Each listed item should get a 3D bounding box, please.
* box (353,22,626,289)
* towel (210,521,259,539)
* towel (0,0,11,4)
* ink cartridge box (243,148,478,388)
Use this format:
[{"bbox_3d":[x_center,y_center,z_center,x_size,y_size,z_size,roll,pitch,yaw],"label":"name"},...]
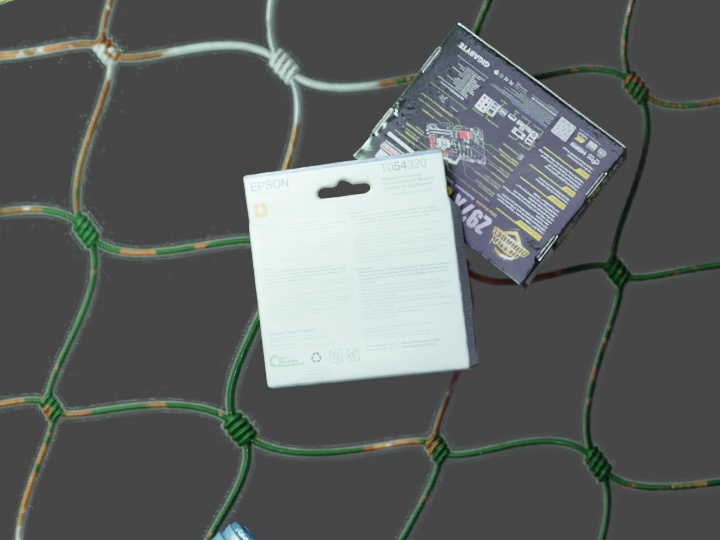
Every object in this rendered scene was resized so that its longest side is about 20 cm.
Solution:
[{"bbox_3d":[0.120,-0.106,1.507,0.200,0.049,0.160,38,93,10],"label":"box"},{"bbox_3d":[-0.143,0.338,1.504,0.112,0.049,0.200,40,92,11],"label":"towel"},{"bbox_3d":[-0.416,-0.305,1.610,0.200,0.023,0.144,-19,69,4],"label":"towel"},{"bbox_3d":[0.000,0.000,1.494,0.196,0.043,0.200,-6,90,18],"label":"ink cartridge box"}]
